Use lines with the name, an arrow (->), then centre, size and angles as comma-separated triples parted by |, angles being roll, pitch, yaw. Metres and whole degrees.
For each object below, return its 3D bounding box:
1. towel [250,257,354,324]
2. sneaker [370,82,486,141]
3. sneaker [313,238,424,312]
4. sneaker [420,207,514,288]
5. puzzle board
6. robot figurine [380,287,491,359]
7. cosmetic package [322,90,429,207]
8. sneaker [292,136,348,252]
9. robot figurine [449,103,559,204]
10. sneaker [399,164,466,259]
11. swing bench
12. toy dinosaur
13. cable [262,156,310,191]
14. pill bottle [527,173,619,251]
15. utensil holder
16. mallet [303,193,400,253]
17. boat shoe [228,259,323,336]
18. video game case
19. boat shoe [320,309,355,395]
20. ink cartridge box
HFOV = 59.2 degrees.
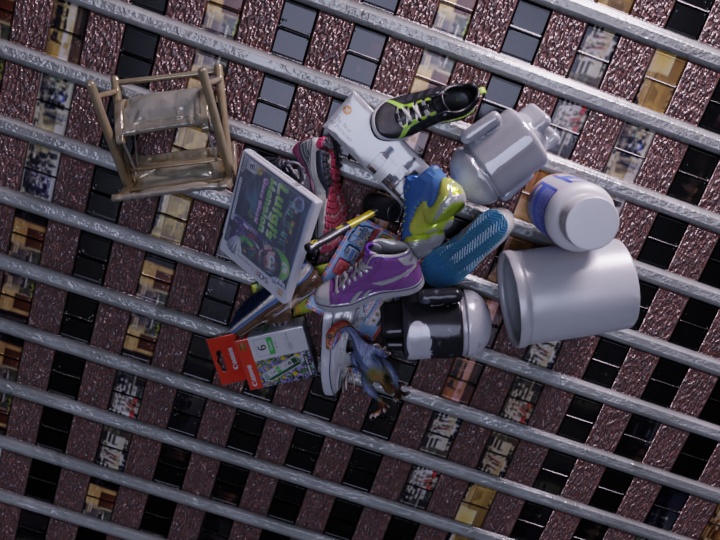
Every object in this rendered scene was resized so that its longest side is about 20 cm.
towel -> -0.100, 0.037, 1.188 | 0.198, 0.018, 0.087 | -15, 110, 4
sneaker -> 0.110, -0.272, 1.041 | 0.198, 0.083, 0.072 | -21, 90, -11
sneaker -> 0.000, -0.001, 1.083 | 0.199, 0.073, 0.115 | -16, 135, 11
sneaker -> 0.192, -0.037, 1.128 | 0.200, 0.081, 0.077 | -38, 81, 31
puzzle board -> 0.009, 0.018, 1.166 | 0.150, 0.017, 0.201 | 28, 105, -11
robot figurine -> 0.136, 0.095, 1.143 | 0.198, 0.150, 0.126 | -3, 89, 3
cosmetic package -> 0.033, -0.210, 1.099 | 0.200, 0.051, 0.083 | 43, 101, -10
sneaker -> -0.071, -0.132, 1.116 | 0.074, 0.080, 0.202 | 3, 103, 29
robot figurine -> 0.233, -0.189, 1.067 | 0.199, 0.113, 0.170 | -37, 125, 10
sneaker -> 0.105, -0.100, 1.083 | 0.200, 0.075, 0.106 | -52, 56, 46
swing bench -> -0.322, -0.230, 1.066 | 0.197, 0.130, 0.202 | -5, 110, 2
toy dinosaur -> 0.003, 0.170, 1.141 | 0.104, 0.200, 0.183 | -31, 89, -3
cable -> -0.152, -0.094, 1.104 | 0.162, 0.051, 0.202 | 4, 107, 34
pill bottle -> 0.350, -0.094, 1.045 | 0.111, 0.200, 0.113 | 0, 106, 2
utensil holder -> 0.353, 0.035, 1.099 | 0.198, 0.170, 0.172 | -9, 105, 1
mallet -> -0.023, -0.081, 1.075 | 0.199, 0.066, 0.042 | -27, 127, -30
boat shoe -> -0.152, 0.065, 1.150 | 0.199, 0.072, 0.072 | -37, 114, 15
video game case -> -0.158, -0.074, 1.075 | 0.181, 0.023, 0.201 | 37, 122, 26
boat shoe -> -0.037, 0.150, 1.172 | 0.065, 0.074, 0.202 | 5, 121, 6
ink cartridge box -> -0.188, 0.164, 1.201 | 0.198, 0.050, 0.110 | -13, 110, 4
